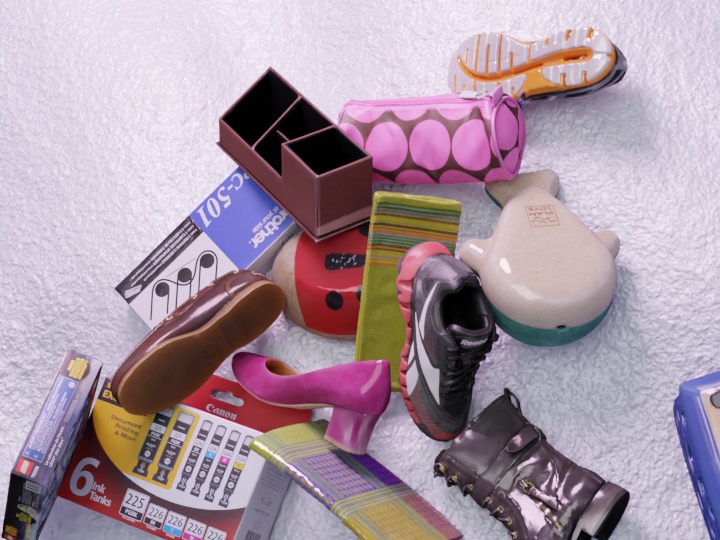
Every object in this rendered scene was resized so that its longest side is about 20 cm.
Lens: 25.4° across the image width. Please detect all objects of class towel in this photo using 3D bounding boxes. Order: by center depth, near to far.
[{"bbox_3d":[0.000,0.213,1.511,0.200,0.144,0.023,38,109,23],"label":"towel"},{"bbox_3d":[0.044,0.024,1.554,0.086,0.018,0.200,6,106,-3],"label":"towel"}]

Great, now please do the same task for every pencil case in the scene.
[{"bbox_3d":[0.066,-0.136,1.600,0.200,0.094,0.091,-2,43,30],"label":"pencil case"}]

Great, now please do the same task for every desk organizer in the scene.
[{"bbox_3d":[-0.068,-0.121,1.615,0.072,0.077,0.200,-22,45,-26],"label":"desk organizer"}]

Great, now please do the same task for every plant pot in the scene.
[{"bbox_3d":[0.384,0.166,1.383,0.200,0.180,0.200,-17,70,11],"label":"plant pot"}]

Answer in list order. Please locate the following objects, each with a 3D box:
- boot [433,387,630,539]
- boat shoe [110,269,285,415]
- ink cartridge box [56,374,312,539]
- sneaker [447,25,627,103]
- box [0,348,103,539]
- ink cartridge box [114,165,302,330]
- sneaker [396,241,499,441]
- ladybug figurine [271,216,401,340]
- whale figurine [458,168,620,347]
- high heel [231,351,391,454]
[{"bbox_3d":[0.138,0.230,1.507,0.174,0.069,0.200,33,78,26],"label":"boot"},{"bbox_3d":[-0.168,0.069,1.589,0.200,0.070,0.070,-35,38,-23],"label":"boat shoe"},{"bbox_3d":[-0.173,0.182,1.600,0.200,0.084,0.176,17,79,22],"label":"ink cartridge box"},{"bbox_3d":[0.178,-0.200,1.620,0.200,0.077,0.078,2,86,37],"label":"sneaker"},{"bbox_3d":[-0.304,0.178,1.565,0.040,0.200,0.137,23,59,-3],"label":"box"},{"bbox_3d":[-0.153,-0.015,1.677,0.200,0.044,0.094,-44,68,0],"label":"ink cartridge box"},{"bbox_3d":[0.084,0.076,1.511,0.098,0.071,0.201,23,121,52],"label":"sneaker"},{"bbox_3d":[0.000,0.000,1.610,0.200,0.072,0.136,-6,72,15],"label":"ladybug figurine"},{"bbox_3d":[0.172,-0.011,1.558,0.159,0.104,0.200,-6,48,-7],"label":"whale figurine"},{"bbox_3d":[-0.050,0.097,1.571,0.200,0.067,0.096,30,106,45],"label":"high heel"}]
